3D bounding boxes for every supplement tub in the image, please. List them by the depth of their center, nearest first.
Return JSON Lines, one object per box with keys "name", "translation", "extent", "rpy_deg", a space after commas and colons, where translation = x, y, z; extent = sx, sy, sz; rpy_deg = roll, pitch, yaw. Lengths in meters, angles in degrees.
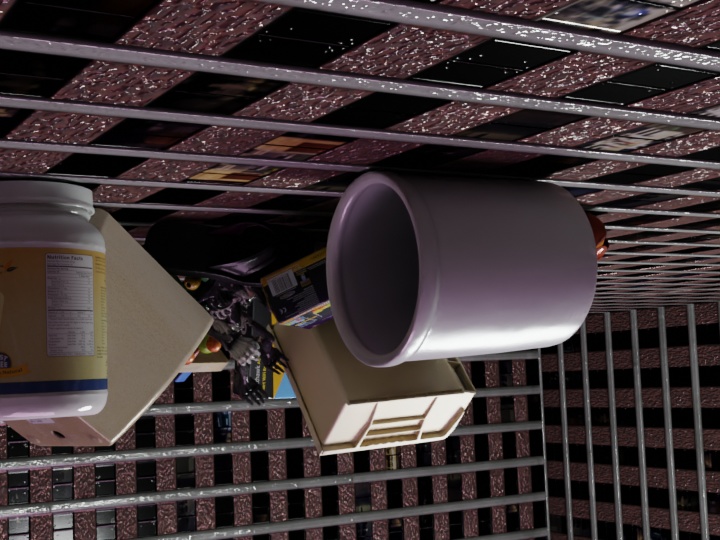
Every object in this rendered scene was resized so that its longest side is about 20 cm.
{"name": "supplement tub", "translation": [-0.299, 0.029, 1.008], "extent": [0.142, 0.204, 0.144], "rpy_deg": [-2, 175, 0]}

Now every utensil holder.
{"name": "utensil holder", "translation": [0.092, -0.005, 1.036], "extent": [0.197, 0.173, 0.169], "rpy_deg": [-3, 176, -31]}

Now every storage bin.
{"name": "storage bin", "translation": [0.014, 0.112, 1.415], "extent": [0.196, 0.201, 0.094], "rpy_deg": [-1, 136, -31]}

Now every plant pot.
{"name": "plant pot", "translation": [-0.311, 0.077, 1.199], "extent": [0.197, 0.179, 0.200], "rpy_deg": [-6, 140, 36]}

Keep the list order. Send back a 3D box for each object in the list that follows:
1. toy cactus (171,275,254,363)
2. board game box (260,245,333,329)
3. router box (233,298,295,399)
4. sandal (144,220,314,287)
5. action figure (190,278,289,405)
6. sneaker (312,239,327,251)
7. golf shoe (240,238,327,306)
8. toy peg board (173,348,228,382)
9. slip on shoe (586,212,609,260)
{"name": "toy cactus", "translation": [-0.181, 0.024, 1.393], "extent": [0.163, 0.202, 0.103], "rpy_deg": [-21, -140, -13]}
{"name": "board game box", "translation": [0.005, -0.002, 1.228], "extent": [0.198, 0.057, 0.165], "rpy_deg": [-26, 171, 6]}
{"name": "router box", "translation": [-0.103, 0.078, 1.608], "extent": [0.147, 0.204, 0.051], "rpy_deg": [1, -177, -35]}
{"name": "sandal", "translation": [-0.139, -0.023, 1.254], "extent": [0.197, 0.076, 0.048], "rpy_deg": [0, 157, -25]}
{"name": "action figure", "translation": [-0.131, 0.058, 1.320], "extent": [0.101, 0.202, 0.119], "rpy_deg": [20, -127, 33]}
{"name": "sneaker", "translation": [-0.001, 0.000, 1.397], "extent": [0.197, 0.094, 0.071], "rpy_deg": [14, 126, -17]}
{"name": "golf shoe", "translation": [-0.084, -0.010, 1.484], "extent": [0.196, 0.079, 0.095], "rpy_deg": [-6, -161, -1]}
{"name": "toy peg board", "translation": [-0.312, 0.083, 1.508], "extent": [0.098, 0.201, 0.198], "rpy_deg": [-46, 159, 16]}
{"name": "slip on shoe", "translation": [0.248, -0.043, 1.292], "extent": [0.061, 0.075, 0.200], "rpy_deg": [-38, 160, 9]}
